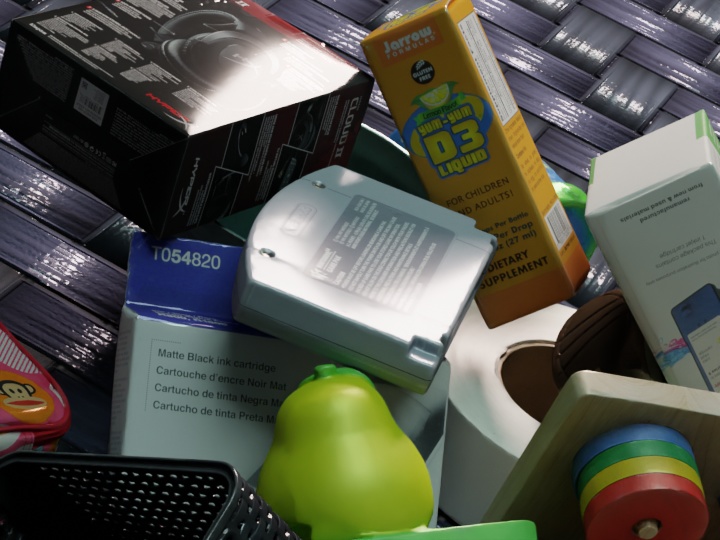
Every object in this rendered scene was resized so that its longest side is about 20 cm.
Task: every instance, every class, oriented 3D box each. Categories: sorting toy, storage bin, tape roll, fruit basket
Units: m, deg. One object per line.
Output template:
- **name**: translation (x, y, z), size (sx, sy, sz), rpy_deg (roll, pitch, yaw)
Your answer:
- **sorting toy**: translation (0.178, 0.162, 1.373), size (0.199, 0.200, 0.070), rpy_deg (10, 43, -18)
- **storage bin**: translation (-0.123, 0.169, 1.141), size (0.200, 0.094, 0.135), rpy_deg (-1, 48, 45)
- **tape roll**: translation (0.126, 0.103, 1.549), size (0.202, 0.071, 0.202), rpy_deg (15, 32, -10)
- **fruit basket**: translation (-0.010, 0.164, 1.286), size (0.216, 0.156, 0.216), rpy_deg (18, 44, -19)

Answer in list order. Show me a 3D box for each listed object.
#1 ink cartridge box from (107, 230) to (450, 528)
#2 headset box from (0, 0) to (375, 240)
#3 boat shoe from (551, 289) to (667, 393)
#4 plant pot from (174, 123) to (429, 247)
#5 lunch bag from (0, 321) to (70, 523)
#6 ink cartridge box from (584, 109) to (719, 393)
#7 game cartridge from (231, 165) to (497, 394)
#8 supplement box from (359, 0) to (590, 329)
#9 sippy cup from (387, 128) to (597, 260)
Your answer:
- **ink cartridge box**: translation (-0.046, 0.084, 1.380), size (0.200, 0.041, 0.200), rpy_deg (8, 79, -21)
- **headset box**: translation (-0.101, -0.107, 1.460), size (0.149, 0.077, 0.200), rpy_deg (34, 31, 24)
- **boat shoe**: translation (0.168, 0.084, 1.489), size (0.076, 0.072, 0.200), rpy_deg (48, 18, -20)
- **plant pot**: translation (-0.053, -0.005, 1.542), size (0.200, 0.134, 0.200), rpy_deg (16, 32, -10)
- **lunch bag**: translation (-0.281, 0.073, 1.341), size (0.200, 0.082, 0.176), rpy_deg (-6, 37, -40)
- **ink cartridge box**: translation (0.220, 0.018, 1.481), size (0.200, 0.087, 0.145), rpy_deg (64, 13, -12)
- **game cartridge**: translation (0.000, 0.000, 1.382), size (0.133, 0.040, 0.200), rpy_deg (25, 25, 4)
- **supplement box**: translation (0.072, -0.069, 1.490), size (0.200, 0.067, 0.069), rpy_deg (65, 20, -6)
- **sippy cup**: translation (0.078, -0.045, 1.666), size (0.140, 0.178, 0.130), rpy_deg (-16, 54, -29)
